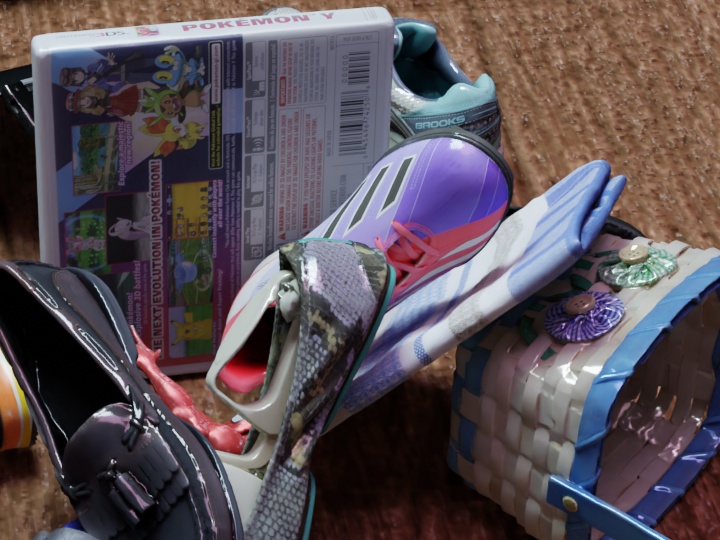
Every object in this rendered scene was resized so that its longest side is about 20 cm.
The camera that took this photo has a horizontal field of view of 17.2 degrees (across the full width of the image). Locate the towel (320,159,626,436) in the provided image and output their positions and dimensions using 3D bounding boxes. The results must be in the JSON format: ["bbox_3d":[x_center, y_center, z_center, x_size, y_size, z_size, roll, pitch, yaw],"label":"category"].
[{"bbox_3d":[0.039,0.019,1.177,0.024,0.200,0.147,53,22,-6],"label":"towel"}]

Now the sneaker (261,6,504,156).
[{"bbox_3d":[0.015,-0.123,1.433,0.200,0.087,0.077,34,46,32],"label":"sneaker"}]

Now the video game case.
[{"bbox_3d":[-0.075,-0.035,1.221,0.181,0.201,0.023,-6,33,-14],"label":"video game case"}]

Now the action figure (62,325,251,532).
[{"bbox_3d":[-0.130,0.104,1.146,0.200,0.065,0.099,-30,58,-35],"label":"action figure"}]

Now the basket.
[{"bbox_3d":[0.151,0.073,1.154,0.199,0.140,0.176,26,42,22],"label":"basket"}]

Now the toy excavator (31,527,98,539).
[{"bbox_3d":[-0.050,0.201,0.992,0.199,0.195,0.100,-10,30,29],"label":"toy excavator"}]

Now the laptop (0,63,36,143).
[{"bbox_3d":[-0.156,-0.066,1.367,0.200,0.116,0.187,52,35,10],"label":"laptop"}]

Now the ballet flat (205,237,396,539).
[{"bbox_3d":[-0.046,0.078,1.102,0.072,0.201,0.072,18,0,0],"label":"ballet flat"}]

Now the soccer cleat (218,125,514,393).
[{"bbox_3d":[0.000,0.000,1.157,0.068,0.200,0.073,44,45,-11],"label":"soccer cleat"}]

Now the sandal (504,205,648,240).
[{"bbox_3d":[0.070,-0.005,1.305,0.199,0.076,0.045,1,27,-1],"label":"sandal"}]

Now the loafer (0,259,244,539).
[{"bbox_3d":[-0.121,0.072,1.077,0.063,0.072,0.200,26,24,-50],"label":"loafer"}]

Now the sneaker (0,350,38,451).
[{"bbox_3d":[-0.245,0.029,1.227,0.090,0.070,0.200,-18,45,-31],"label":"sneaker"}]
